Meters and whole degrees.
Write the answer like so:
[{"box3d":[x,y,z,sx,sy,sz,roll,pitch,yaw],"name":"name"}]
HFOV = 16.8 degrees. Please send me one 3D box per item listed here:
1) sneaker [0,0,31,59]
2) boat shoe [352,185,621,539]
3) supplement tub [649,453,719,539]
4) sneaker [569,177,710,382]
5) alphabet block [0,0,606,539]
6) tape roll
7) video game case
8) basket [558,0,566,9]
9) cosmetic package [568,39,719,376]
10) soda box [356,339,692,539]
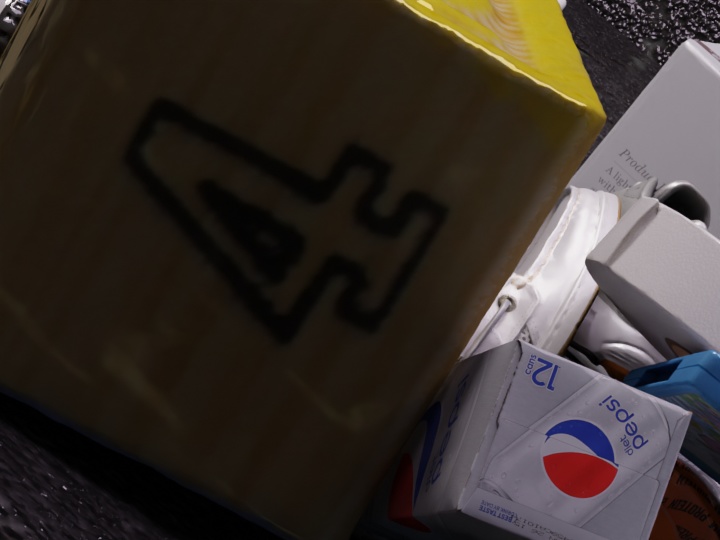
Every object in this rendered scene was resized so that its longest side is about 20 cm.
[{"box3d":[-0.184,-0.124,1.110,0.077,0.076,0.200,16,7,-7],"name":"sneaker"},{"box3d":[0.048,0.033,1.048,0.069,0.201,0.071,31,-28,0],"name":"boat shoe"},{"box3d":[0.142,0.122,1.106,0.123,0.123,0.200,44,15,17],"name":"supplement tub"},{"box3d":[0.126,-0.009,1.172,0.076,0.092,0.200,36,7,-23],"name":"sneaker"},{"box3d":[-0.045,-0.048,0.939,0.196,0.201,0.196,27,16,-13],"name":"alphabet block"},{"box3d":[0.174,0.050,0.980,0.203,0.037,0.203,42,-1,1],"name":"tape roll"},{"box3d":[0.167,0.083,0.915,0.143,0.018,0.200,38,-4,2],"name":"video game case"},{"box3d":[-0.025,-0.131,1.111,0.200,0.124,0.136,37,15,5],"name":"basket"},{"box3d":[0.222,-0.020,1.572,0.165,0.200,0.165,43,15,12],"name":"cosmetic package"},{"box3d":[0.053,0.074,0.897,0.068,0.064,0.200,22,-10,-8],"name":"soda box"}]
